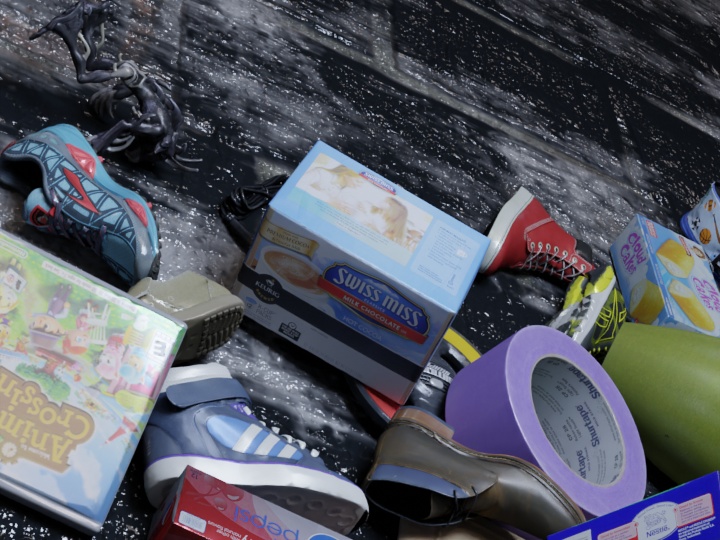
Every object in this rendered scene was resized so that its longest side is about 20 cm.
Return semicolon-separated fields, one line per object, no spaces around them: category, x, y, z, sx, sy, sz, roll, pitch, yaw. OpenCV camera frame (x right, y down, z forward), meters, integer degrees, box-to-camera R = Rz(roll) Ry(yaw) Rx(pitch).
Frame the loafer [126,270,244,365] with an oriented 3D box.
loafer;-0.189;0.050;1.153;0.068;0.076;0.199;41;34;28

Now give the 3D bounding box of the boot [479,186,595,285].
boot;0.213;-0.016;1.610;0.144;0.073;0.200;41;29;4

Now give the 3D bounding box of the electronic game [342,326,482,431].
electronic game;0.066;0.110;1.339;0.198;0.042;0.201;25;35;-18

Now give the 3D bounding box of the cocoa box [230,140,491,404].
cocoa box;0.000;0.000;1.278;0.198;0.132;0.134;30;39;2

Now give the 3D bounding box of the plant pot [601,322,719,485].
plant pot;0.354;0.144;1.465;0.198;0.189;0.187;26;31;13

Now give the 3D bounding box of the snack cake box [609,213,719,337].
snack cake box;0.394;0.033;1.716;0.114;0.067;0.202;22;36;-20

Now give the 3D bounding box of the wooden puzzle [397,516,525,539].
wooden puzzle;0.117;0.294;1.166;0.198;0.037;0.186;25;33;-8

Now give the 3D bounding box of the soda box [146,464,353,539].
soda box;-0.065;0.230;1.041;0.198;0.070;0.064;27;33;-13

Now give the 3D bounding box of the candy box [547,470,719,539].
candy box;0.282;0.275;1.155;0.200;0.168;0.078;45;32;-33

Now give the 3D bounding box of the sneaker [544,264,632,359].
sneaker;0.264;0.071;1.541;0.085;0.074;0.200;52;42;-11

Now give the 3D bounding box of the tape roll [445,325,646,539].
tape roll;0.179;0.161;1.298;0.199;0.085;0.202;30;42;-31

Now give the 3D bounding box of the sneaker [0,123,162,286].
sneaker;-0.259;-0.047;1.222;0.095;0.080;0.200;-20;53;-41

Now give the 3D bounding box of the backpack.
backpack;0.529;-0.029;1.842;0.198;0.154;0.192;3;53;-49

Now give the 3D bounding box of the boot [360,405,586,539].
boot;0.094;0.204;1.179;0.198;0.075;0.097;26;38;14

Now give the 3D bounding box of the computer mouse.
computer mouse;-0.052;-0.031;1.402;0.200;0.046;0.140;48;34;17

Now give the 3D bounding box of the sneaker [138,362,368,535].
sneaker;-0.090;0.136;1.125;0.197;0.081;0.148;13;43;-22

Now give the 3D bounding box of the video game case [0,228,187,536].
video game case;-0.253;0.076;1.030;0.198;0.022;0.184;28;62;-13

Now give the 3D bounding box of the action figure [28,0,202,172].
action figure;-0.244;-0.170;1.355;0.201;0.101;0.119;56;19;-17
